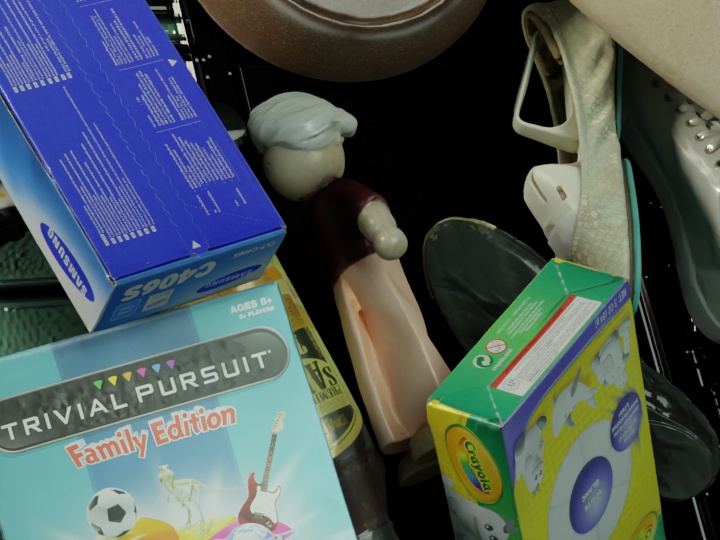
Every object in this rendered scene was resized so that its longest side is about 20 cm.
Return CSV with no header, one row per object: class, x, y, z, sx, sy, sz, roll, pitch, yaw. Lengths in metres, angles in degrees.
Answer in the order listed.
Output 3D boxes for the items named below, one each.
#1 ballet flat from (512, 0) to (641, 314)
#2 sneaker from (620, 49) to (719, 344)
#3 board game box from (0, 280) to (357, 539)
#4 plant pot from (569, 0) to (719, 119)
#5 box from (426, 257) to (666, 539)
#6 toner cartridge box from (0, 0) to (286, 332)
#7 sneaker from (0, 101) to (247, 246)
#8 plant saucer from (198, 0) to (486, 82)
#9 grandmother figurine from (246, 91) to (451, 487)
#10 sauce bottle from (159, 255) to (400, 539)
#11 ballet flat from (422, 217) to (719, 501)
ballet flat,0.113,-0.060,1.349,0.062,0.067,0.200,4,59,-8
sneaker,0.202,-0.065,1.381,0.073,0.085,0.200,-7,69,-32
board game box,-0.081,0.122,1.115,0.151,0.047,0.200,-16,79,-11
plant pot,0.193,-0.212,1.351,0.177,0.200,0.200,26,22,7
box,0.094,0.109,1.196,0.117,0.048,0.200,-47,140,-36
toner cartridge box,-0.125,-0.074,1.134,0.095,0.043,0.200,-18,66,-32
sneaker,-0.146,-0.069,1.184,0.200,0.070,0.090,-18,80,-34
plant saucer,-0.006,-0.200,1.312,0.200,0.034,0.201,2,84,-21
grandmother figurine,0.000,0.000,1.214,0.060,0.121,0.200,-19,73,-25
sauce bottle,-0.029,0.076,1.192,0.066,0.066,0.200,-26,82,-36
ballet flat,0.106,0.049,1.304,0.200,0.057,0.066,44,97,-5
